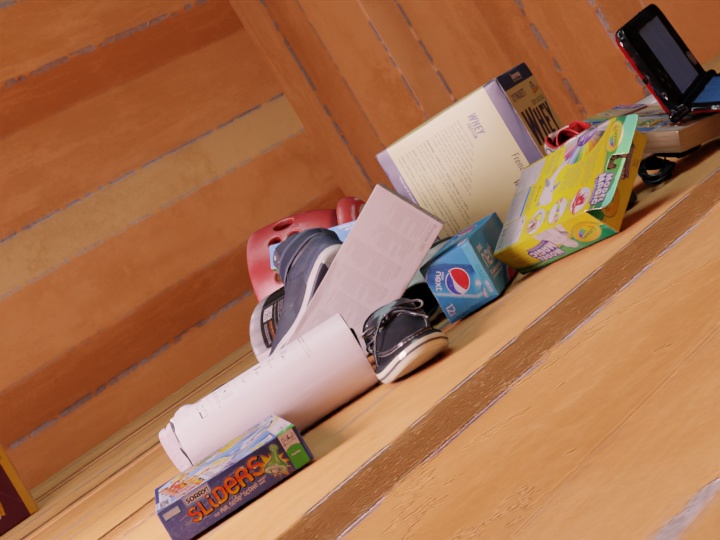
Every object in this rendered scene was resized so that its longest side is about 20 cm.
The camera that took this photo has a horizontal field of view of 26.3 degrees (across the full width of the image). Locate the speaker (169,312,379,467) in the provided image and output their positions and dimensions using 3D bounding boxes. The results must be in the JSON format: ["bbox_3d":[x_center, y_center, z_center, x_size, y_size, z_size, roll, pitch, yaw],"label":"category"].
[{"bbox_3d":[-0.082,0.125,1.492,0.199,0.082,0.081,-33,2,-5],"label":"speaker"}]

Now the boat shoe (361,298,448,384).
[{"bbox_3d":[0.036,0.063,1.465,0.074,0.063,0.200,-30,3,-4],"label":"boat shoe"}]

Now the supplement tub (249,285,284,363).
[{"bbox_3d":[-0.032,0.053,1.834,0.199,0.123,0.122,-30,2,44],"label":"supplement tub"}]

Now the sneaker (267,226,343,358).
[{"bbox_3d":[-0.066,0.050,1.706,0.204,0.076,0.146,-65,25,9],"label":"sneaker"}]

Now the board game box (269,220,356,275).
[{"bbox_3d":[0.000,0.000,1.915,0.150,0.037,0.200,-16,-26,22],"label":"board game box"}]

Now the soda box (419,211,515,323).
[{"bbox_3d":[0.124,-0.006,1.667,0.064,0.068,0.200,-31,2,17],"label":"soda box"}]

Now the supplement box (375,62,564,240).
[{"bbox_3d":[0.167,-0.127,2.000,0.199,0.201,0.134,-31,2,28],"label":"supplement box"}]

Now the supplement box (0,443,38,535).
[{"bbox_3d":[-0.723,0.405,2.747,0.199,0.199,0.132,-33,3,-39],"label":"supplement box"}]

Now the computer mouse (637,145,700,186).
[{"bbox_3d":[0.353,-0.128,1.736,0.058,0.034,0.200,-7,20,28],"label":"computer mouse"}]

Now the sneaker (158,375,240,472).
[{"bbox_3d":[-0.147,0.159,1.679,0.113,0.076,0.200,-36,1,-26],"label":"sneaker"}]

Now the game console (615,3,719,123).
[{"bbox_3d":[0.393,-0.243,1.722,0.118,0.173,0.200,-36,2,27],"label":"game console"}]

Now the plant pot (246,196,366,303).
[{"bbox_3d":[-0.044,0.002,2.272,0.181,0.202,0.200,-23,4,15],"label":"plant pot"}]

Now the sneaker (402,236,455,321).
[{"bbox_3d":[0.079,0.024,1.742,0.080,0.074,0.200,-23,16,47],"label":"sneaker"}]

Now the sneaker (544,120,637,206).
[{"bbox_3d":[0.250,-0.113,1.724,0.067,0.109,0.201,-31,2,1],"label":"sneaker"}]

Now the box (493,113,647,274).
[{"bbox_3d":[0.218,-0.077,1.560,0.200,0.048,0.118,-31,34,61],"label":"box"}]

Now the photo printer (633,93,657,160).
[{"bbox_3d":[0.366,-0.181,2.112,0.199,0.070,0.166,-31,3,28],"label":"photo printer"}]

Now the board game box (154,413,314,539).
[{"bbox_3d":[-0.115,0.179,1.344,0.135,0.035,0.200,-32,2,-9],"label":"board game box"}]

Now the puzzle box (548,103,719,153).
[{"bbox_3d":[0.329,-0.163,1.750,0.132,0.026,0.199,-23,17,-35],"label":"puzzle box"}]

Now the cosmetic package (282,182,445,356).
[{"bbox_3d":[0.004,0.017,1.598,0.201,0.082,0.051,-59,-4,7],"label":"cosmetic package"}]
